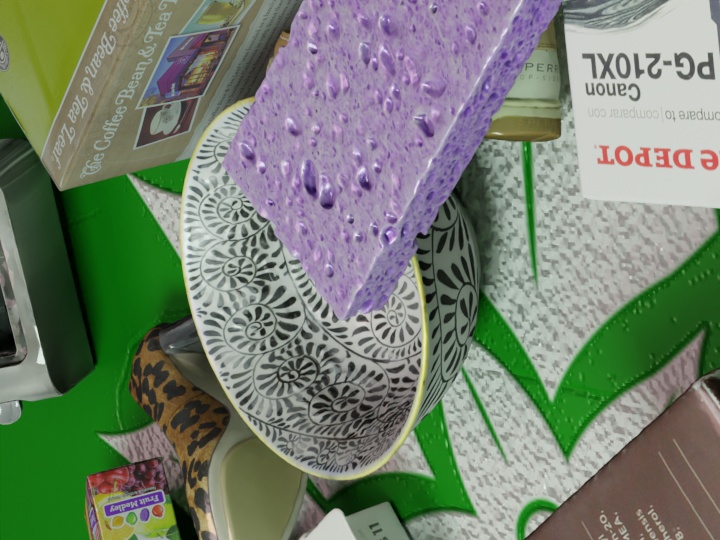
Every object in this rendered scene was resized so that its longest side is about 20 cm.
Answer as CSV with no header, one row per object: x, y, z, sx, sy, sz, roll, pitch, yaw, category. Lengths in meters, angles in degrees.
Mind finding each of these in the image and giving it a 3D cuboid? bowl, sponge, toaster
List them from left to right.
-0.287,0.006,1.275,0.119,0.180,0.201,-74,-26,-75,toaster
0.000,0.000,0.996,0.200,0.094,0.202,21,119,45,bowl
0.010,-0.085,0.859,0.112,0.030,0.200,53,133,28,sponge

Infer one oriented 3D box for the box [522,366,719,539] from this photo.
0.177,0.136,0.768,0.165,0.165,0.200,58,139,17,box

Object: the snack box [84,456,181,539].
-0.134,0.205,1.201,0.200,0.053,0.143,118,136,-74,snack box

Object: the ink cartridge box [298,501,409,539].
-0.005,0.216,1.106,0.118,0.067,0.200,60,141,18,ink cartridge box

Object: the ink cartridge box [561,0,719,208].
0.156,-0.127,0.762,0.144,0.084,0.201,7,109,51,ink cartridge box

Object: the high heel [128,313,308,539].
-0.097,0.118,1.151,0.142,0.071,0.201,-30,53,47,high heel

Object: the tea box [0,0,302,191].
-0.130,-0.188,1.055,0.197,0.133,0.200,58,140,20,tea box

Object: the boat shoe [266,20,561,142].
0.028,-0.108,0.949,0.199,0.074,0.067,16,102,46,boat shoe
